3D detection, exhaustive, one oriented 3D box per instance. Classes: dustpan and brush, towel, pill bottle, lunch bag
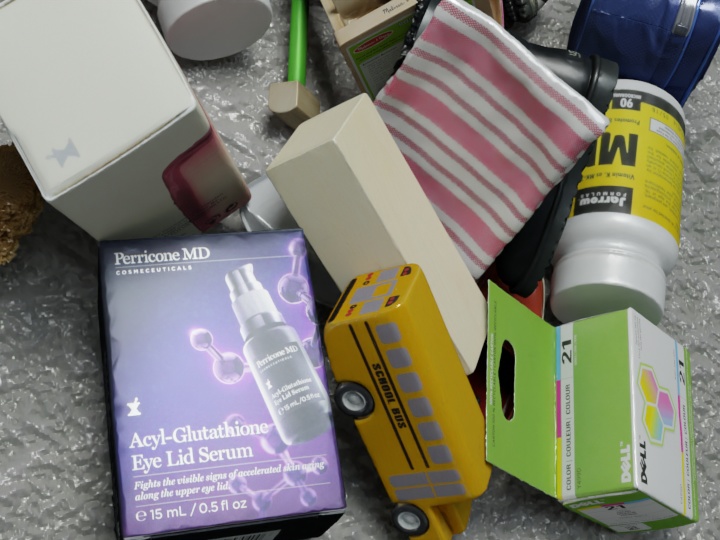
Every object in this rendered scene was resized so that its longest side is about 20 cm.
[{"bbox_3d":[0.000,0.000,0.881,0.200,0.057,0.139,47,48,9],"label":"dustpan and brush"},{"bbox_3d":[0.067,-0.081,0.799,0.145,0.201,0.030,36,38,-2],"label":"towel"},{"bbox_3d":[0.222,-0.053,0.958,0.113,0.114,0.203,19,61,-14],"label":"pill bottle"},{"bbox_3d":[0.263,-0.217,1.007,0.130,0.201,0.138,16,62,5],"label":"lunch bag"},{"bbox_3d":[-0.139,-0.284,0.902,0.118,0.120,0.203,-9,72,-26],"label":"pill bottle"}]

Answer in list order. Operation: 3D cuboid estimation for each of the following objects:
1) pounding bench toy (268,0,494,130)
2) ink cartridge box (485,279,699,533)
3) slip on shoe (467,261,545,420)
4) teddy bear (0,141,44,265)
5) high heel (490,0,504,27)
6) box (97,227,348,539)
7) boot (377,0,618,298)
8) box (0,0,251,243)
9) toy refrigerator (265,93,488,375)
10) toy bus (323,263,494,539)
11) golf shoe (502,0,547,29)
[{"bbox_3d":[-0.009,-0.229,0.921,0.198,0.124,0.158,-27,67,5],"label":"pounding bench toy"},{"bbox_3d":[0.179,0.102,0.846,0.199,0.075,0.150,31,53,-42],"label":"ink cartridge box"},{"bbox_3d":[0.111,0.066,0.889,0.073,0.061,0.202,29,58,-7],"label":"slip on shoe"},{"bbox_3d":[-0.317,-0.068,0.768,0.196,0.067,0.147,4,57,-15],"label":"teddy bear"},{"bbox_3d":[0.110,-0.170,0.972,0.066,0.096,0.204,4,66,-22],"label":"high heel"},{"bbox_3d":[-0.101,0.084,0.751,0.145,0.105,0.204,-5,70,-16],"label":"box"},{"bbox_3d":[0.089,-0.095,0.851,0.165,0.203,0.077,17,22,0],"label":"boot"},{"bbox_3d":[-0.161,-0.099,0.746,0.108,0.200,0.129,-31,78,-3],"label":"box"},{"bbox_3d":[0.016,-0.016,0.800,0.202,0.069,0.076,57,33,-21],"label":"toy refrigerator"},{"bbox_3d":[0.039,0.100,0.778,0.202,0.077,0.065,66,28,-23],"label":"toy bus"},{"bbox_3d":[0.124,-0.329,1.011,0.094,0.077,0.202,-39,119,-31],"label":"golf shoe"}]
